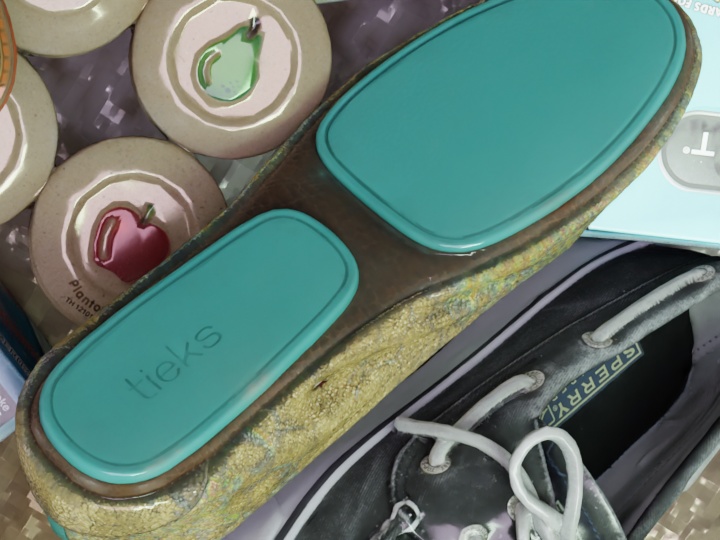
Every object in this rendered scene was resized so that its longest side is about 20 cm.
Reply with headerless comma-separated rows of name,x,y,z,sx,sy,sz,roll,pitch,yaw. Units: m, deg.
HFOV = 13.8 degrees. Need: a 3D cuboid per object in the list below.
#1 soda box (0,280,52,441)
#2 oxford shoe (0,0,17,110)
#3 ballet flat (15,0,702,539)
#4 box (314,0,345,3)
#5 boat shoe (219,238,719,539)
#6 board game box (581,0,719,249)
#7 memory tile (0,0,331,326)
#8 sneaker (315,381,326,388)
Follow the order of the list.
soda box,-0.163,-0.030,0.757,0.068,0.064,0.200,-36,102,4
oxford shoe,-0.150,-0.104,0.659,0.071,0.073,0.200,-40,102,0
ballet flat,0.000,0.000,0.722,0.200,0.071,0.071,-39,103,-20
box,-0.043,-0.123,0.750,0.199,0.048,0.118,-6,103,-3
boat shoe,0.036,0.063,0.731,0.199,0.068,0.074,-38,115,-33
board game box,0.140,-0.102,0.761,0.150,0.047,0.201,7,103,-3
memory tile,-0.095,-0.088,0.714,0.200,0.017,0.154,30,94,-10
sneaker,0.008,0.117,0.803,0.115,0.078,0.201,5,115,-12
